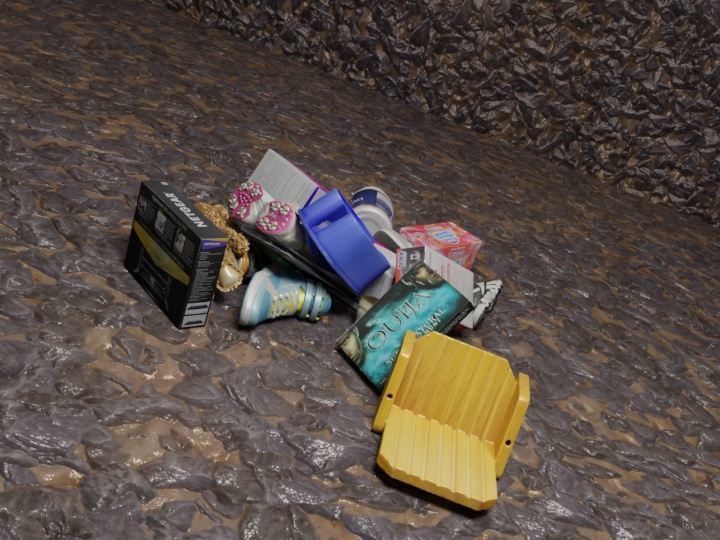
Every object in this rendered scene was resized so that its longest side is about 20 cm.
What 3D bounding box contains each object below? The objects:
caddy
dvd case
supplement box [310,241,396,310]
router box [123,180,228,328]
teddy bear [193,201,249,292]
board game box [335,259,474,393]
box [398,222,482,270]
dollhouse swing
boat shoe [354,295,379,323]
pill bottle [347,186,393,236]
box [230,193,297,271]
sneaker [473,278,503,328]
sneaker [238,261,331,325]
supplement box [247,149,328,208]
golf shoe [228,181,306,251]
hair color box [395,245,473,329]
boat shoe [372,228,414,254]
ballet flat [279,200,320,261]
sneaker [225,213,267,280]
[{"bbox_3d":[-0.035,-0.043,1.359,0.142,0.104,0.200,57,5,37],"label":"caddy"},{"bbox_3d":[-0.104,-0.010,1.394,0.148,0.016,0.200,27,-7,44],"label":"dvd case"},{"bbox_3d":[0.000,0.000,1.511,0.199,0.104,0.101,32,25,29],"label":"supplement box"},{"bbox_3d":[-0.297,-0.029,1.264,0.052,0.159,0.200,-5,34,-43],"label":"router box"},{"bbox_3d":[-0.257,-0.027,1.356,0.200,0.145,0.067,46,-4,40],"label":"teddy bear"},{"bbox_3d":[0.069,0.088,1.287,0.135,0.200,0.028,42,-7,42],"label":"board game box"},{"bbox_3d":[0.160,-0.033,1.714,0.094,0.104,0.199,35,26,31],"label":"box"},{"bbox_3d":[0.129,0.201,1.113,0.198,0.184,0.176,21,3,2],"label":"dollhouse swing"},{"bbox_3d":[0.061,0.115,1.355,0.073,0.067,0.200,10,20,-42],"label":"boat shoe"},{"bbox_3d":[0.018,-0.118,1.770,0.110,0.112,0.200,18,23,-4],"label":"pill bottle"},{"bbox_3d":[-0.184,-0.083,1.544,0.118,0.048,0.200,50,0,-39],"label":"box"},{"bbox_3d":[0.235,0.049,1.638,0.090,0.067,0.200,28,27,12],"label":"sneaker"},{"bbox_3d":[-0.119,0.051,1.334,0.129,0.080,0.200,21,24,5],"label":"sneaker"},{"bbox_3d":[-0.139,-0.157,1.691,0.200,0.104,0.101,39,7,39],"label":"supplement box"},{"bbox_3d":[-0.163,-0.091,1.401,0.200,0.075,0.092,38,-7,46],"label":"golf shoe"},{"bbox_3d":[0.136,0.036,1.442,0.063,0.112,0.199,-6,-17,31],"label":"hair color box"},{"bbox_3d":[0.102,-0.006,1.564,0.202,0.074,0.065,45,41,-5],"label":"boat shoe"},{"bbox_3d":[-0.125,-0.077,1.503,0.062,0.068,0.200,17,17,-30],"label":"ballet flat"},{"bbox_3d":[-0.226,-0.038,1.464,0.077,0.079,0.201,21,23,-34],"label":"sneaker"}]
